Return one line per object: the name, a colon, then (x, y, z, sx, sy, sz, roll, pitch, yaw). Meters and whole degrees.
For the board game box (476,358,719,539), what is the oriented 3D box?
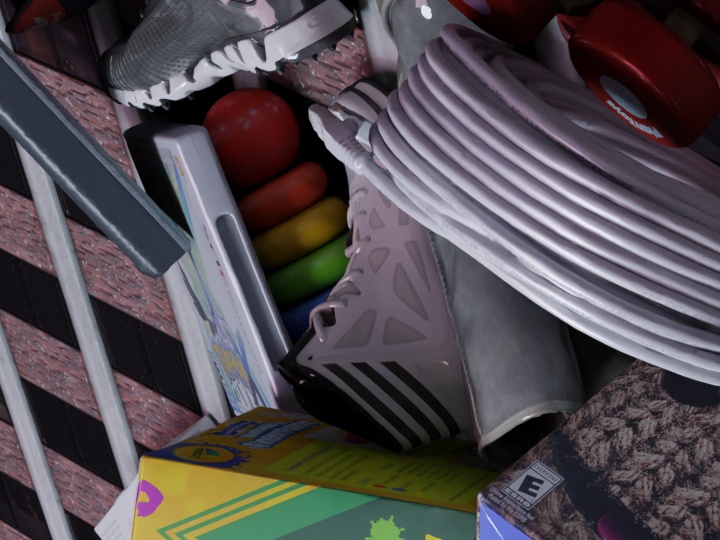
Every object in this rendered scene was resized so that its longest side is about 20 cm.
board game box: (0.173, 0.116, 1.292, 0.159, 0.200, 0.097, 34, 145, 29)

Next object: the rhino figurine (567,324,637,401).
rhino figurine: (0.116, 0.034, 1.431, 0.088, 0.060, 0.200, 52, 153, 9)

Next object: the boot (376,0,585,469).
boot: (0.056, -0.025, 1.334, 0.182, 0.072, 0.201, 72, -169, -68)

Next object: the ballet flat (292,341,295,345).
ballet flat: (-0.017, 0.106, 1.711, 0.067, 0.068, 0.201, 54, 152, 40)

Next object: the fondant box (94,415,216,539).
fondant box: (-0.075, 0.208, 1.897, 0.200, 0.058, 0.144, 49, 151, 5)

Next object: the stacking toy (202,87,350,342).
stacking toy: (-0.023, -0.007, 1.577, 0.085, 0.085, 0.201, -16, 103, 59)

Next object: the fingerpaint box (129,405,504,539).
fingerpaint box: (-0.004, 0.124, 1.421, 0.166, 0.200, 0.074, 9, 96, 13)

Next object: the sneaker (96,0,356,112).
sneaker: (-0.084, -0.141, 1.527, 0.200, 0.066, 0.091, -10, 111, 54)

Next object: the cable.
cable: (0.100, -0.026, 1.197, 0.199, 0.070, 0.200, 18, -164, -44)

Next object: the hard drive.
hard drive: (-0.182, -0.086, 1.611, 0.200, 0.033, 0.140, 48, 176, -20)

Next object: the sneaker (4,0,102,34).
sneaker: (-0.221, -0.218, 1.616, 0.200, 0.084, 0.075, 50, 151, 5)

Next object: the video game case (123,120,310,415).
video game case: (-0.077, 0.006, 1.619, 0.200, 0.022, 0.183, -163, 51, -77)

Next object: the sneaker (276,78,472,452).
sneaker: (0.000, 0.000, 1.454, 0.076, 0.115, 0.201, 83, 163, -61)

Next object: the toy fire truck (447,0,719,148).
toy fire truck: (0.118, -0.114, 1.235, 0.200, 0.112, 0.168, 36, 168, 23)
